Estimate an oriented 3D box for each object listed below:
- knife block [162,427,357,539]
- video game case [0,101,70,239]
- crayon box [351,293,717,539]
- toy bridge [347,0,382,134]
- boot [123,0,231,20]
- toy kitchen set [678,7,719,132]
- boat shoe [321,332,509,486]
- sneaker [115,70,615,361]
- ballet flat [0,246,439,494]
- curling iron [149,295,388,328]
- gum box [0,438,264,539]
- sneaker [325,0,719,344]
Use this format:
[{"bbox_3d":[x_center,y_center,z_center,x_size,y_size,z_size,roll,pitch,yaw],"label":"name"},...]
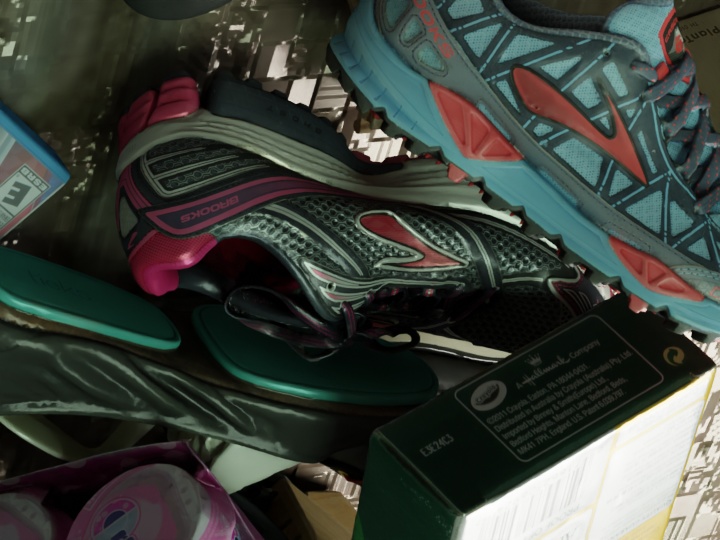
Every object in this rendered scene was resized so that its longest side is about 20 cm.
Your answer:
[{"bbox_3d":[-0.020,0.143,1.160,0.064,0.200,0.176,-43,169,8],"label":"knife block"},{"bbox_3d":[-0.212,-0.005,0.996,0.200,0.018,0.143,-40,141,4],"label":"video game case"},{"bbox_3d":[0.053,0.112,1.097,0.125,0.052,0.201,-27,146,-31],"label":"crayon box"},{"bbox_3d":[0.025,-0.129,1.039,0.067,0.027,0.201,-5,131,-29],"label":"toy bridge"},{"bbox_3d":[-0.009,-0.171,0.956,0.200,0.072,0.144,-47,172,-17],"label":"boot"},{"bbox_3d":[0.170,0.014,1.174,0.199,0.163,0.181,-18,137,-20],"label":"toy kitchen set"},{"bbox_3d":[0.021,0.060,1.175,0.201,0.063,0.074,6,162,-39],"label":"boat shoe"},{"bbox_3d":[0.000,0.000,1.065,0.199,0.075,0.081,17,142,-22],"label":"sneaker"},{"bbox_3d":[-0.069,0.042,1.069,0.199,0.068,0.069,15,114,-26],"label":"ballet flat"},{"bbox_3d":[0.000,0.013,1.154,0.199,0.026,0.050,1,165,-31],"label":"curling iron"},{"bbox_3d":[-0.116,0.136,1.073,0.199,0.066,0.114,-14,132,24],"label":"gum box"},{"bbox_3d":[0.090,-0.049,1.016,0.200,0.079,0.096,34,103,-5],"label":"sneaker"}]
